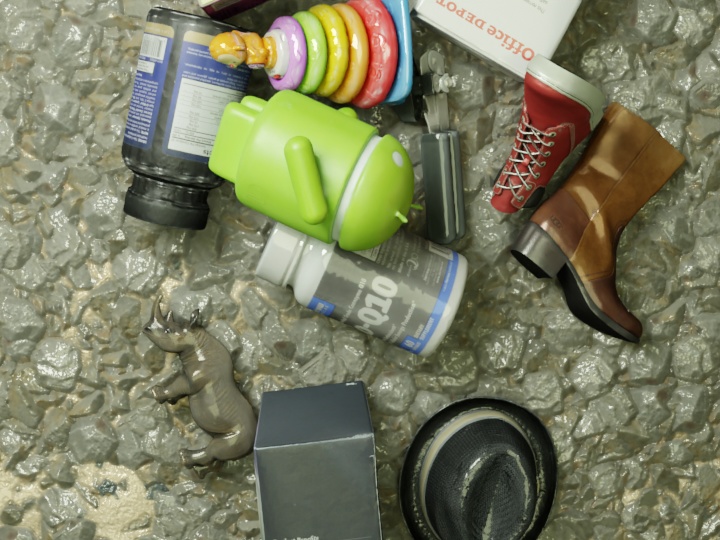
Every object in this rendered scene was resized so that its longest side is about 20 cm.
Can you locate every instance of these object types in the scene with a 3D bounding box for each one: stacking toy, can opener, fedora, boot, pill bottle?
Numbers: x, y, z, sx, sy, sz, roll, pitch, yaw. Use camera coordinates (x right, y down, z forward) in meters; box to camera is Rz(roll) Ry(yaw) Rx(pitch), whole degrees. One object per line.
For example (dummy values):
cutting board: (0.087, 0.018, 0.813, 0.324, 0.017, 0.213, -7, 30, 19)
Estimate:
stacking toy: (-0.052, -0.208, 1.016, 0.197, 0.115, 0.112, -7, 99, -32)
can opener: (0.074, -0.129, 1.112, 0.066, 0.052, 0.204, -4, 99, 32)
fedora: (0.133, 0.241, 1.143, 0.197, 0.092, 0.204, 0, 98, -3)
boot: (0.278, -0.046, 1.139, 0.188, 0.068, 0.201, 39, 82, -9)
pill bottle: (-0.175, -0.148, 1.055, 0.110, 0.112, 0.203, 13, 98, -6)
pill bottle: (0.000, 0.000, 1.088, 0.197, 0.114, 0.115, 23, 97, -6)
boot: (0.171, -0.124, 1.042, 0.072, 0.200, 0.145, 38, 96, 18)

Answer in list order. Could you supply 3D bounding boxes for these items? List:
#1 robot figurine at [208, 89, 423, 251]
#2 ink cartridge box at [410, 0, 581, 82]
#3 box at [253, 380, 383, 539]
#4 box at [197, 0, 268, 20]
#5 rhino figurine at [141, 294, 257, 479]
robot figurine: (-0.038, -0.092, 0.993, 0.198, 0.175, 0.117, 25, 110, 7)
ink cartridge box: (0.156, -0.309, 1.065, 0.143, 0.084, 0.202, 28, 96, -7)
box: (-0.040, 0.236, 1.079, 0.121, 0.200, 0.202, -5, 98, -2)
box: (-0.139, -0.349, 0.993, 0.095, 0.176, 0.203, -22, 100, 0)
rhino figurine: (-0.171, 0.118, 1.123, 0.086, 0.060, 0.203, -21, 98, 3)
